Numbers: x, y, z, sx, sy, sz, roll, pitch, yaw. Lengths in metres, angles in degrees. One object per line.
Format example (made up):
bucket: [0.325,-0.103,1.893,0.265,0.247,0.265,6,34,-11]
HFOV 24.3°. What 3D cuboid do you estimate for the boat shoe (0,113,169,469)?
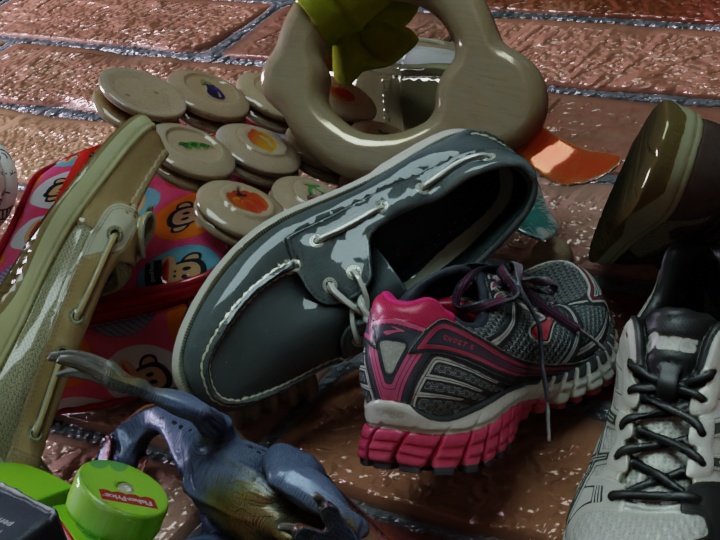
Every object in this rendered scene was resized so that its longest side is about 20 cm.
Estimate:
boat shoe: [-0.138,0.016,0.788,0.073,0.063,0.202,-39,20,57]

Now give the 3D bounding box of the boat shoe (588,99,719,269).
boat shoe: [0.154,-0.031,0.803,0.065,0.072,0.201,22,-5,5]

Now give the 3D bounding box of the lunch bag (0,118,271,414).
lunch bag: [-0.133,-0.004,0.922,0.174,0.083,0.201,-12,29,11]

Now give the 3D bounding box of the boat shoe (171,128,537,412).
boat shoe: [0.000,0.000,0.783,0.199,0.073,0.062,-36,25,-17]

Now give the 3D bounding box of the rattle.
rattle: [0.052,-0.082,0.920,0.199,0.143,0.131,25,73,12]

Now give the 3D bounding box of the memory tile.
memory tile: [-0.037,-0.066,0.918,0.199,0.017,0.153,-6,42,-44]

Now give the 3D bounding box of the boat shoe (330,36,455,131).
boat shoe: [0.028,-0.109,1.045,0.068,0.076,0.199,-10,21,-36]

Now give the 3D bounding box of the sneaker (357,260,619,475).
sneaker: [0.065,0.028,0.761,0.080,0.076,0.200,4,16,26]

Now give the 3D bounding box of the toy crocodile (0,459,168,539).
toy crocodile: [-0.083,0.135,0.630,0.199,0.068,0.062,37,22,29]

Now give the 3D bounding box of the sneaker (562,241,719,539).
sneaker: [0.124,0.063,0.692,0.075,0.088,0.201,1,35,20]

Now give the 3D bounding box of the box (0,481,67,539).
box: [-0.183,0.180,0.559,0.106,0.150,0.200,14,39,40]

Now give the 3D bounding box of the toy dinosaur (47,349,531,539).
toy dinosaur: [-0.054,0.109,0.737,0.198,0.106,0.182,16,11,-19]

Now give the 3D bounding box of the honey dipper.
honey dipper: [0.020,0.025,0.843,0.198,0.038,0.038,-23,31,-13]

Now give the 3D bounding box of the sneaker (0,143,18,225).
sneaker: [-0.284,-0.036,0.965,0.200,0.068,0.107,-11,-2,42]

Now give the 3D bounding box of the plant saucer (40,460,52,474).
plant saucer: [-0.227,0.145,0.754,0.198,0.031,0.201,-10,31,6]
